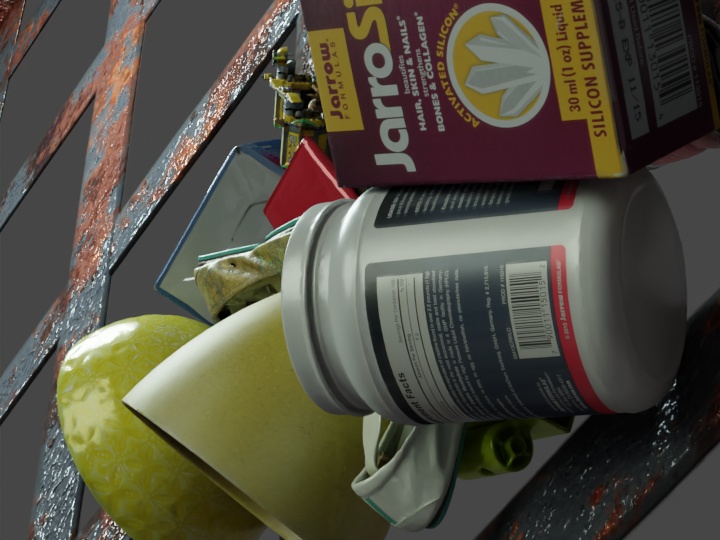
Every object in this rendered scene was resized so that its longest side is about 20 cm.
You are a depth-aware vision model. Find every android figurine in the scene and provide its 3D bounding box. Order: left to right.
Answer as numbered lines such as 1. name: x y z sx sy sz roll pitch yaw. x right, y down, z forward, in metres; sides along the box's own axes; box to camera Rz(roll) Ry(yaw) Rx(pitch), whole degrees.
1. android figurine: 0.101 0.046 1.351 0.200 0.041 0.183 -16 51 61

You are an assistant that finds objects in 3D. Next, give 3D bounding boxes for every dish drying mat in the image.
1. dish drying mat: 0.000 0.000 1.524 0.200 0.018 0.077 53 129 30

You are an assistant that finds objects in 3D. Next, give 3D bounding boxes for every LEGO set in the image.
1. LEGO set: 0.000 -0.149 1.645 0.200 0.153 0.117 -78 -7 -74

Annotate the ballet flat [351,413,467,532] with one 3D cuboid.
1. ballet flat: 0.043 0.058 1.319 0.069 0.069 0.201 -22 47 60

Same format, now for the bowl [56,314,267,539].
1. bowl: -0.114 0.106 1.590 0.107 0.200 0.201 -36 32 29

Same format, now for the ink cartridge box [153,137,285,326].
1. ink cartridge box: -0.071 -0.032 1.728 0.137 0.076 0.200 -58 -11 13

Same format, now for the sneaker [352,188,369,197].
1. sneaker: 0.033 -0.068 1.537 0.071 0.075 0.201 -93 21 -67

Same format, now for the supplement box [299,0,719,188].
1. supplement box: 0.078 -0.121 1.171 0.199 0.132 0.103 -1 17 42

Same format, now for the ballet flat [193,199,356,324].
1. ballet flat: -0.050 0.002 1.517 0.200 0.070 0.071 -19 47 53

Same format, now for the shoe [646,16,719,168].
1. shoe: 0.151 -0.153 1.257 0.071 0.201 0.091 -37 13 -27

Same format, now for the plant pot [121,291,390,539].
1. plant pot: -0.037 0.094 1.438 0.142 0.200 0.200 -51 19 -8

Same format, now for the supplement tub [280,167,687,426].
1. supplement tub: 0.071 0.014 1.211 0.199 0.141 0.141 -5 53 27
